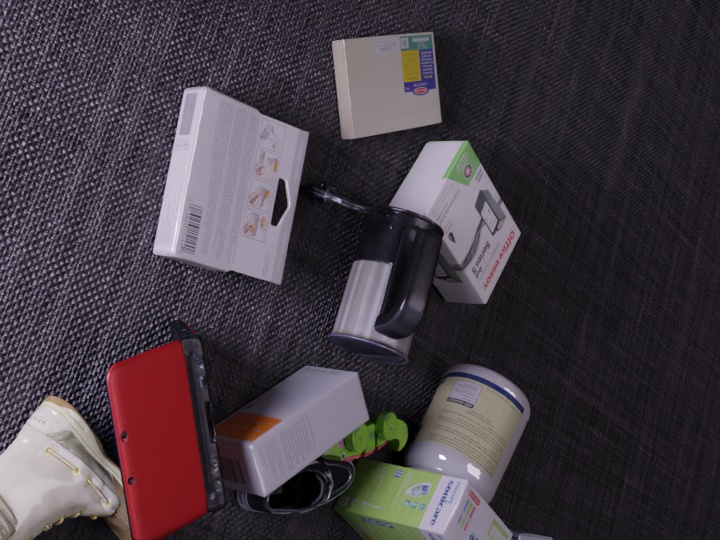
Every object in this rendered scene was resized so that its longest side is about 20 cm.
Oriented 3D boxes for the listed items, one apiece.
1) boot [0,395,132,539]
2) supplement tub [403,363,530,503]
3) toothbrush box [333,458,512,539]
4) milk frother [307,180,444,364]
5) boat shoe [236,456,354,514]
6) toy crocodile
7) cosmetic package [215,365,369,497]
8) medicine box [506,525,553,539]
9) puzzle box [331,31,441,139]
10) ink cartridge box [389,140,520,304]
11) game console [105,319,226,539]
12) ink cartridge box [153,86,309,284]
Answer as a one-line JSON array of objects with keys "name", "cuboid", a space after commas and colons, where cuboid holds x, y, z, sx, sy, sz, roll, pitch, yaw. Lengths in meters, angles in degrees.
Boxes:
[{"name": "boot", "cuboid": [-0.319, 0.256, 1.166, 0.155, 0.071, 0.202, -48, 120, -35]}, {"name": "supplement tub", "cuboid": [0.151, 0.256, 1.630, 0.145, 0.144, 0.201, 53, 56, -35]}, {"name": "toothbrush box", "cuboid": [0.085, 0.344, 1.523, 0.146, 0.198, 0.087, 51, 58, -35]}, {"name": "milk frother", "cuboid": [0.000, 0.000, 1.478, 0.197, 0.181, 0.191, 17, 75, -3]}, {"name": "boat shoe", "cuboid": [-0.067, 0.280, 1.447, 0.198, 0.067, 0.073, 3, 90, -48]}, {"name": "toy crocodile", "cuboid": [-0.005, 0.227, 1.500, 0.199, 0.067, 0.063, -6, 95, -57]}, {"name": "cosmetic package", "cuboid": [-0.092, 0.197, 1.391, 0.199, 0.100, 0.072, -30, 113, -43]}, {"name": "medicine box", "cuboid": [0.172, 0.475, 1.639, 0.102, 0.180, 0.203, 20, 78, -45]}, {"name": "puzzle box", "cuboid": [0.041, -0.263, 1.565, 0.199, 0.025, 0.135, -16, 104, -46]}, {"name": "ink cartridge box", "cuboid": [0.142, -0.069, 1.645, 0.201, 0.083, 0.147, 53, 56, -36]}, {"name": "game console", "cuboid": [-0.224, 0.174, 1.235, 0.117, 0.172, 0.204, -10, 102, -19]}, {"name": "ink cartridge box", "cuboid": [-0.154, -0.098, 1.346, 0.175, 0.044, 0.203, 18, 80, -46]}]
